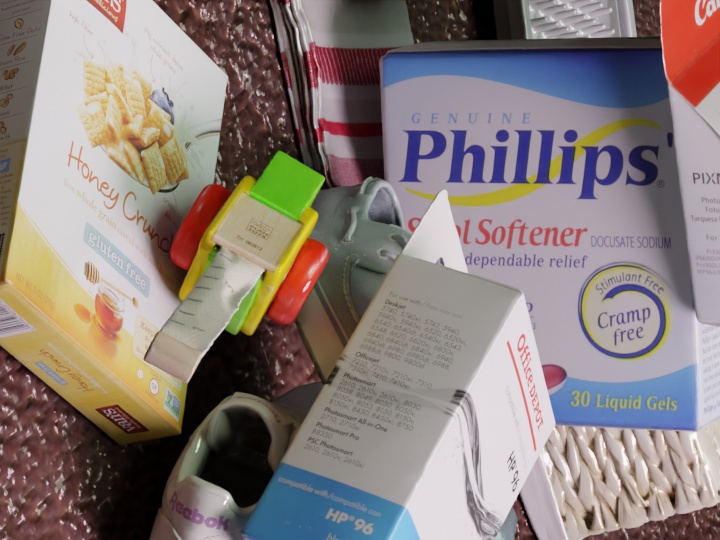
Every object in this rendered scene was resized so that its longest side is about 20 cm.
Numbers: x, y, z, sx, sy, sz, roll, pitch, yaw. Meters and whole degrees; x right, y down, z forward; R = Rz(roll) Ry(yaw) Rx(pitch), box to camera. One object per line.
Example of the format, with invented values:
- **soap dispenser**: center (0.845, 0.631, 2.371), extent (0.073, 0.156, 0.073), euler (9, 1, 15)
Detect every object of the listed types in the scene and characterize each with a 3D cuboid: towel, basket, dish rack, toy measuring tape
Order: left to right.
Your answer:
- **toy measuring tape**: center (-0.061, 0.012, 1.224), extent (0.074, 0.073, 0.200), euler (65, 26, -20)
- **towel**: center (-0.002, -0.124, 1.523), extent (0.144, 0.023, 0.201), euler (-8, 85, -62)
- **dish rack**: center (0.123, -0.164, 1.743), extent (0.171, 0.043, 0.201), euler (16, 65, -59)
- **basket**: center (0.152, 0.045, 1.623), extent (0.135, 0.123, 0.201), euler (-34, 109, -59)

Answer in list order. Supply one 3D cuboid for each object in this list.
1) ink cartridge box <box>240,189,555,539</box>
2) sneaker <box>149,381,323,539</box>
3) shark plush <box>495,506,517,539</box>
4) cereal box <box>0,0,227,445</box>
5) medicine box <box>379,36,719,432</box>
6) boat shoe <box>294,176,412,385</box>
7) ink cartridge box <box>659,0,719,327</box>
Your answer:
- **ink cartridge box**: center (0.030, 0.077, 1.261), extent (0.201, 0.068, 0.116), euler (-60, 154, -26)
- **sneaker**: center (-0.036, 0.093, 1.283), extent (0.200, 0.075, 0.100), euler (-48, 155, -58)
- **shark plush**: center (0.033, 0.165, 1.356), extent (0.083, 0.091, 0.200), euler (47, 15, -31)
- **cereal box**: center (-0.120, -0.042, 1.254), extent (0.144, 0.039, 0.201), euler (44, 42, -47)
- **medicine box**: center (0.114, -0.024, 1.483), extent (0.103, 0.181, 0.201), euler (-19, 108, -61)
- **boat shoe**: center (0.000, 0.001, 1.352), extent (0.201, 0.071, 0.070), euler (-98, 165, -68)
- **ink cartridge box**: center (0.208, -0.093, 1.412), extent (0.160, 0.047, 0.201), euler (-42, 130, -53)
